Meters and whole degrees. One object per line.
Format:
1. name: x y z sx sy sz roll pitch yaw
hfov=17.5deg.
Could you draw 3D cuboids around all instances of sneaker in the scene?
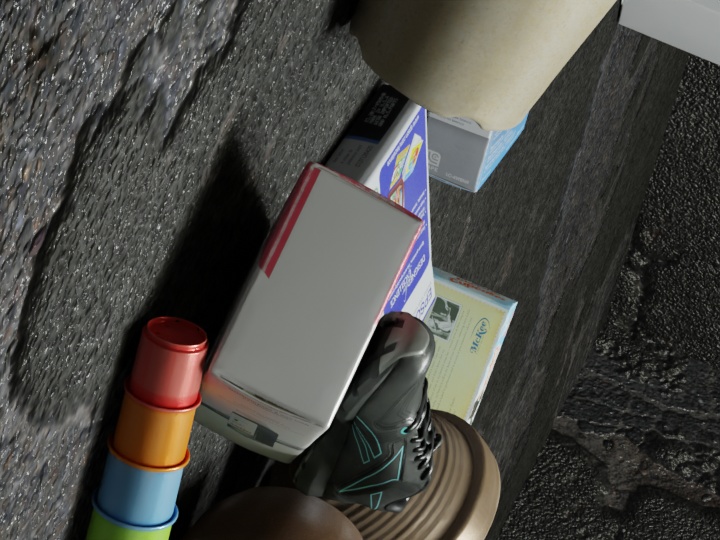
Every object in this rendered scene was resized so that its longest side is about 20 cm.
1. sneaker: 0.020 0.092 1.466 0.076 0.079 0.200 -64 -179 -33

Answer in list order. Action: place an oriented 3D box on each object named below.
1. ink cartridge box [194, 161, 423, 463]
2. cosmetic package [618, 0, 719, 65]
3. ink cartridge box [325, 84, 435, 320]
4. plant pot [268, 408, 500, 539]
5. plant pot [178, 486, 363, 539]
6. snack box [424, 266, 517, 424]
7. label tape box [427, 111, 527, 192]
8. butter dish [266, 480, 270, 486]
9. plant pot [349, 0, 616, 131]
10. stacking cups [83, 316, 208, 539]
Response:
1. ink cartridge box: -0.039 0.032 1.459 0.146 0.084 0.200 -64 -176 -13
2. cosmetic package: 0.418 -0.316 2.793 0.085 0.199 0.108 -61 170 -24
3. ink cartridge box: 0.000 0.000 1.703 0.198 0.047 0.201 -58 155 -46
4. plant pot: -0.002 0.166 1.754 0.093 0.200 0.201 54 50 -33
5. plant pot: -0.072 0.249 1.598 0.198 0.199 0.201 -55 166 -74
6. snack box: 0.049 0.099 2.048 0.037 0.116 0.201 -32 143 -72
7. label tape box: 0.114 -0.186 1.936 0.143 0.066 0.201 -51 158 -57
8. butter dish: -0.021 0.218 1.911 0.200 0.148 0.200 3 -125 58
9. plant pot: 0.089 -0.201 1.512 0.184 0.200 0.200 -59 174 26
10. stacking cups: -0.126 0.125 1.387 0.061 0.060 0.201 -44 155 -64
